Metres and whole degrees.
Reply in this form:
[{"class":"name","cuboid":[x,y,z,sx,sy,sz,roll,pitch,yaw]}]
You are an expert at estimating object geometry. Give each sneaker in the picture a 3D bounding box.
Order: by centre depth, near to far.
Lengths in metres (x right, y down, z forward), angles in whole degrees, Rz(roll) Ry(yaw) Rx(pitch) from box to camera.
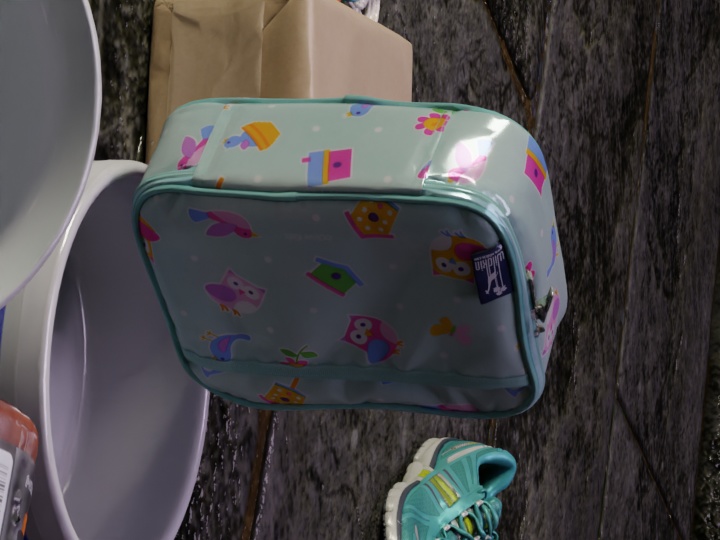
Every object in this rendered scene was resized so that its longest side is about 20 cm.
[{"class":"sneaker","cuboid":[0.065,0.185,1.777,0.200,0.079,0.078,-59,146,-55]}]

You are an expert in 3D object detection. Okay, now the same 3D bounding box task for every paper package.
[{"class":"paper package","cuboid":[-0.045,-0.061,1.388,0.200,0.103,0.193,14,78,-71]}]

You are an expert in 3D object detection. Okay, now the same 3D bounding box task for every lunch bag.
[{"class":"lunch bag","cuboid":[0.000,0.000,1.120,0.077,0.198,0.161,-68,154,-44]}]

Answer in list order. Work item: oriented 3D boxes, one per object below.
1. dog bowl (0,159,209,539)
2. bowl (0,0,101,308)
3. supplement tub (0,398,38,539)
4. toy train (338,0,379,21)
[{"class":"dog bowl","cuboid":[-0.142,0.048,1.130,0.200,0.078,0.202,1,90,-72]},{"class":"bowl","cuboid":[-0.197,-0.065,0.850,0.090,0.199,0.203,178,-86,-73]},{"class":"supplement tub","cuboid":[-0.193,0.147,0.936,0.107,0.106,0.202,50,45,-63]},{"class":"toy train","cuboid":[0.017,-0.263,1.592,0.150,0.055,0.202,3,94,-63]}]
